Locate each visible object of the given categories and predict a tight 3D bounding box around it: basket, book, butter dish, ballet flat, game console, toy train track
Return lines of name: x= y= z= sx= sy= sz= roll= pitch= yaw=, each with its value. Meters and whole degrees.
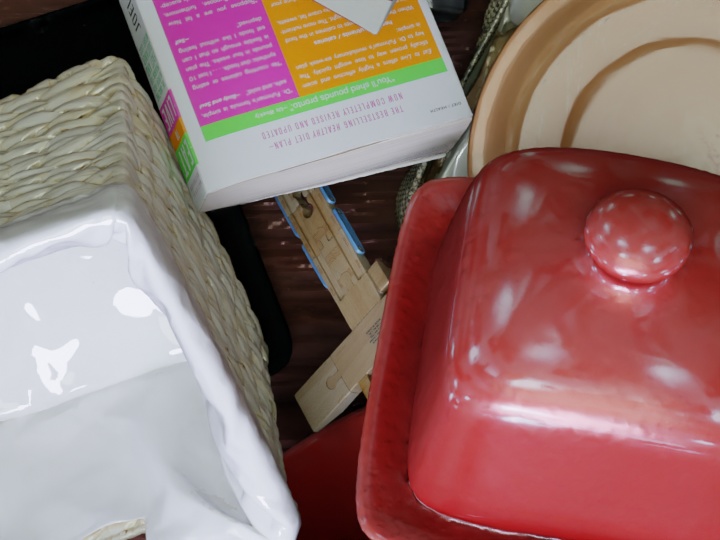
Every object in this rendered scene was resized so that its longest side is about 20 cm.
basket: x=-0.154 y=0.040 z=1.281 sx=0.198 sy=0.161 sz=0.200 roll=-21 pitch=123 yaw=8
book: x=-0.046 y=-0.136 z=1.322 sx=0.133 sy=0.048 sz=0.201 roll=-14 pitch=73 yaw=-20
butter dish: x=0.107 y=0.021 z=1.189 sx=0.199 sy=0.148 sz=0.201 roll=9 pitch=56 yaw=3
ballet flat: x=0.078 y=-0.090 z=1.358 sx=0.068 sy=0.075 sz=0.200 roll=29 pitch=97 yaw=-1
game console: x=-0.153 y=-0.020 z=1.408 sx=0.199 sy=0.117 sz=0.176 roll=-17 pitch=124 yaw=6
toy train track: x=0.000 y=0.000 z=1.351 sx=0.115 sy=0.032 sz=0.200 roll=-48 pitch=54 yaw=26

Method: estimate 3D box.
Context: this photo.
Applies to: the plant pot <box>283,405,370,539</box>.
plant pot: x=0.055 y=0.163 z=1.336 sx=0.200 sy=0.200 sz=0.178 roll=-20 pitch=105 yaw=5

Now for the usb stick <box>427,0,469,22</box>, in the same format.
usb stick: x=0.036 y=-0.219 z=1.369 sx=0.055 sy=0.033 sz=0.201 roll=7 pitch=96 yaw=4

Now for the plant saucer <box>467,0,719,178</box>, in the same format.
plant saucer: x=0.149 y=-0.048 z=1.303 sx=0.199 sy=0.032 sz=0.201 roll=0 pitch=92 yaw=3

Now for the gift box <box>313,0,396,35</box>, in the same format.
gift box: x=-0.002 y=-0.239 z=1.253 sx=0.184 sy=0.187 sz=0.200 roll=33 pitch=59 yaw=3
